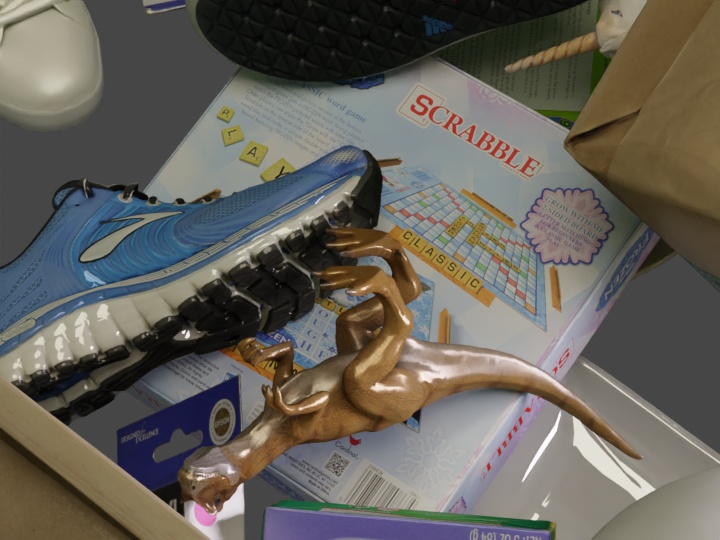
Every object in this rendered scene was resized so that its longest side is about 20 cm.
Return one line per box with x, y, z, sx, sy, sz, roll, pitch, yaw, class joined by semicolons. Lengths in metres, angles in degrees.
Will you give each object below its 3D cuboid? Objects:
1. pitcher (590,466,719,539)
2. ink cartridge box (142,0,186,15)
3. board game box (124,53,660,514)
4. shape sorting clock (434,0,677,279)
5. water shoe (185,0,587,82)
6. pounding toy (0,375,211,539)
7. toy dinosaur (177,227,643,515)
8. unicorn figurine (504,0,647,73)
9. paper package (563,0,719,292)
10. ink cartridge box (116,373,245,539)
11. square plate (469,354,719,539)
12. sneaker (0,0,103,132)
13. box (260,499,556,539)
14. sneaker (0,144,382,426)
0.174;0.149;0.857;0.199;0.121;0.172;-24;84;-40;pitcher
-0.076;-0.192;1.057;0.099;0.039;0.201;-11;55;-9;ink cartridge box
0.000;0.000;0.966;0.199;0.041;0.200;32;74;20;board game box
0.085;-0.080;1.033;0.199;0.039;0.201;-3;66;8;shape sorting clock
0.022;-0.139;0.973;0.199;0.072;0.079;-10;44;7;water shoe
-0.128;0.166;0.798;0.200;0.142;0.184;34;74;27;pounding toy
0.012;0.040;0.881;0.199;0.107;0.060;-13;25;-21;toy dinosaur
0.175;-0.139;0.992;0.199;0.074;0.138;13;76;-24;unicorn figurine
0.204;-0.074;0.915;0.103;0.200;0.191;32;89;38;paper package
-0.083;0.147;0.885;0.037;0.094;0.201;15;64;-35;ink cartridge box
0.110;0.165;0.932;0.198;0.028;0.200;36;69;11;square plate
-0.182;-0.157;1.028;0.073;0.085;0.201;-26;72;-16;sneaker
0.012;0.195;0.865;0.116;0.048;0.202;3;90;8;box
-0.086;-0.010;0.918;0.199;0.079;0.090;-23;67;-1;sneaker
